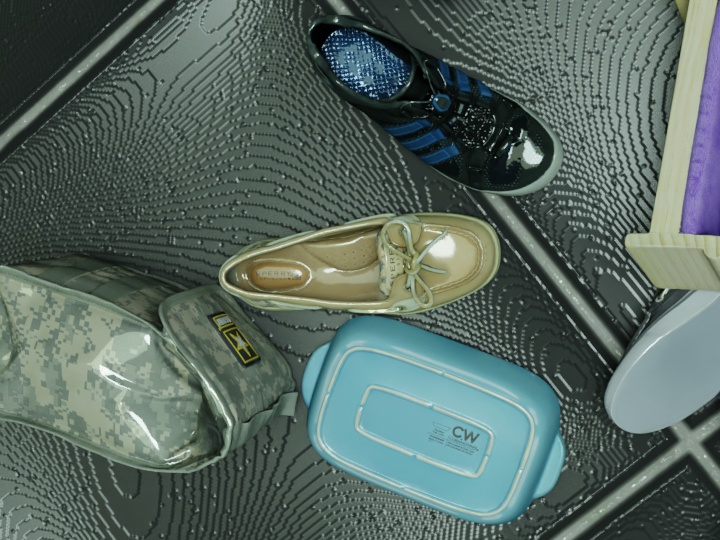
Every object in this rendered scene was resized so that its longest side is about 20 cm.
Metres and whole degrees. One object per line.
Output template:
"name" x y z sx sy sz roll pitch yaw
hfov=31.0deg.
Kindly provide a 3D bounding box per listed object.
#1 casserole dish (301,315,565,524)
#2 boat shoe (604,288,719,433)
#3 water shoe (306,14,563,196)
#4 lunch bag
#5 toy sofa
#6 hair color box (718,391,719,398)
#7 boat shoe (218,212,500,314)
"casserole dish" 0.048 0.110 0.924 0.199 0.039 0.122 21 101 8
"boat shoe" 0.232 0.021 0.879 0.070 0.066 0.200 34 97 -24
"water shoe" 0.046 -0.112 0.903 0.199 0.079 0.072 29 97 9
"lunch bag" -0.148 0.064 0.902 0.199 0.164 0.118 18 98 10
"toy sofa" 0.238 -0.088 0.824 0.097 0.083 0.201 4 72 29
"hair color box" 0.350 0.096 0.849 0.199 0.065 0.110 -23 87 15
"boat shoe" 0.000 0.000 0.923 0.199 0.063 0.074 -9 90 11
